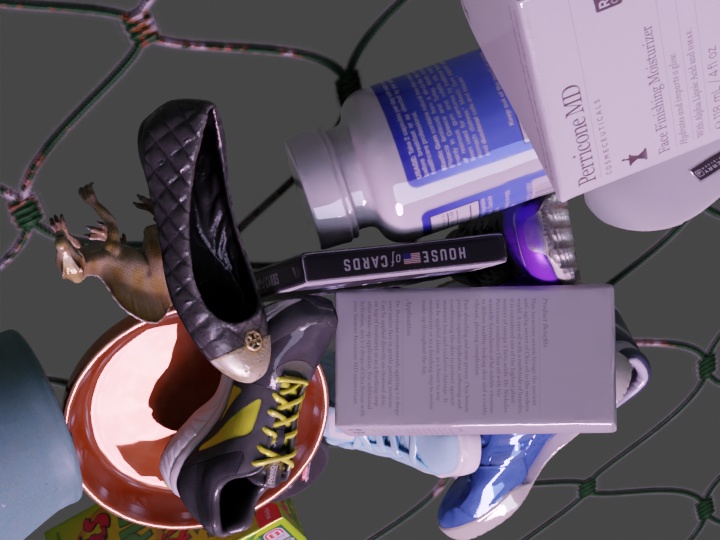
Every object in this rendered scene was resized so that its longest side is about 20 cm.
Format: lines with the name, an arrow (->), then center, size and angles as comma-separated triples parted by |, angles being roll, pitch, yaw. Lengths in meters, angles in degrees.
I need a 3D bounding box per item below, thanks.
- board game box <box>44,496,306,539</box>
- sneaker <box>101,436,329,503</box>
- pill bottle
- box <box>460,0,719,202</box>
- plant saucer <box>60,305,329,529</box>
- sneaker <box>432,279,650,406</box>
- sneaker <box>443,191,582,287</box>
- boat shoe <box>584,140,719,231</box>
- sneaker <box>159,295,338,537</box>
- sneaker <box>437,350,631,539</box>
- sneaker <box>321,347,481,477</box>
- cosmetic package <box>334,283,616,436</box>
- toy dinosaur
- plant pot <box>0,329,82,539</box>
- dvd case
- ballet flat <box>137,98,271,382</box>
board game box -> -0.152, 0.216, 1.853 | 0.199, 0.102, 0.048 | -29, 143, 9
sneaker -> -0.122, 0.126, 1.771 | 0.199, 0.087, 0.074 | 4, 121, -18
pill bottle -> 0.053, -0.086, 1.585 | 0.199, 0.112, 0.112 | -19, 142, -4
box -> 0.136, -0.191, 1.426 | 0.130, 0.201, 0.199 | -22, 143, -1
plant saucer -> -0.123, 0.103, 1.685 | 0.199, 0.032, 0.201 | -7, 122, -12
sneaker -> 0.136, 0.063, 1.789 | 0.199, 0.109, 0.070 | 0, 129, -28
sneaker -> 0.108, -0.014, 1.679 | 0.099, 0.070, 0.200 | -10, 178, 5
boat shoe -> 0.255, -0.090, 1.709 | 0.200, 0.064, 0.071 | -25, 116, 41
sneaker -> -0.065, 0.106, 1.625 | 0.074, 0.085, 0.200 | 6, 126, -42
sneaker -> 0.101, 0.111, 1.736 | 0.111, 0.077, 0.200 | 35, 114, -21
sneaker -> 0.008, 0.117, 1.735 | 0.082, 0.200, 0.074 | -18, 113, -33
cosmetic package -> 0.083, 0.065, 1.637 | 0.199, 0.102, 0.071 | -1, 171, 7
toy dinosaur -> -0.153, -0.002, 1.590 | 0.199, 0.101, 0.058 | 17, 130, -44
plant pot -> -0.307, 0.135, 1.621 | 0.187, 0.200, 0.201 | -23, 144, -18
dvd case -> 0.000, 0.000, 1.641 | 0.149, 0.025, 0.200 | -7, 176, -19
ballet flat -> -0.101, -0.018, 1.546 | 0.057, 0.201, 0.066 | -9, -167, 40
